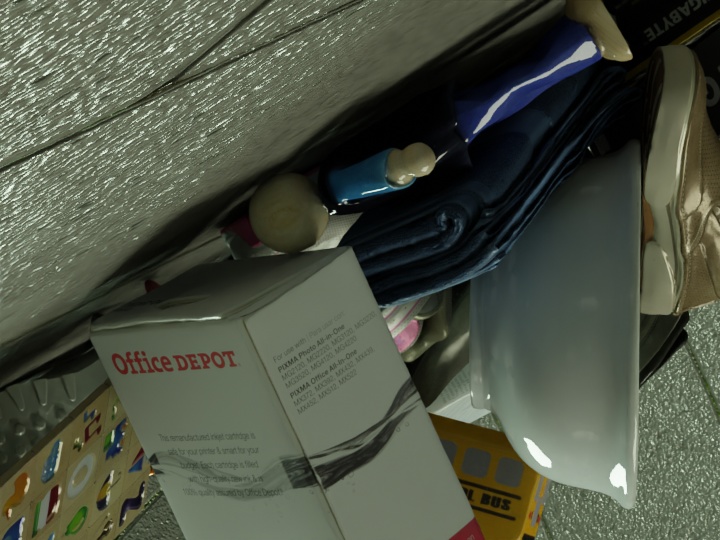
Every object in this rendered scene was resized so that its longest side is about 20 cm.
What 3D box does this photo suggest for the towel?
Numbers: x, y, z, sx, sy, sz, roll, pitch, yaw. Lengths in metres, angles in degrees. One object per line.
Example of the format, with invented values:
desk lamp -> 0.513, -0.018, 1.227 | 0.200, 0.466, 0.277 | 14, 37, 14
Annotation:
towel -> 0.064, -0.048, 1.264 | 0.111, 0.049, 0.200 | -22, -161, 39

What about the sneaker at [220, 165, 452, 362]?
sneaker -> 0.000, 0.000, 1.318 | 0.081, 0.088, 0.200 | -34, 158, 21

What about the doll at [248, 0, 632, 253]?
doll -> 0.035, -0.067, 1.190 | 0.200, 0.049, 0.136 | -32, -176, 3

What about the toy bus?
toy bus -> 0.005, 0.114, 1.404 | 0.065, 0.199, 0.079 | 36, 69, -77

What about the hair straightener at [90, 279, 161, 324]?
hair straightener -> -0.110, 0.056, 1.378 | 0.077, 0.041, 0.200 | -31, 163, 6

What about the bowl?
bowl -> 0.106, 0.028, 1.319 | 0.090, 0.202, 0.201 | 0, 179, 5

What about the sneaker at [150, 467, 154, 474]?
sneaker -> -0.143, 0.093, 1.634 | 0.074, 0.079, 0.200 | -36, 176, 34

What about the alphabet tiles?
alphabet tiles -> -0.160, 0.139, 1.267 | 0.200, 0.006, 0.167 | -45, 155, -50

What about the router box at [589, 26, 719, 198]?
router box -> 0.245, -0.115, 1.384 | 0.157, 0.052, 0.200 | -18, 167, -38

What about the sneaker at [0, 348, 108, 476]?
sneaker -> -0.178, 0.094, 1.434 | 0.200, 0.077, 0.080 | -28, -176, -39

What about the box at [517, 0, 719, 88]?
box -> 0.162, -0.133, 1.403 | 0.200, 0.049, 0.160 | -34, 174, 33

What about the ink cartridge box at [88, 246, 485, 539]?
ink cartridge box -> -0.033, 0.094, 1.222 | 0.083, 0.201, 0.145 | -33, -164, -34

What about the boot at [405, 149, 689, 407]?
boot -> 0.119, 0.029, 1.431 | 0.200, 0.131, 0.068 | -50, 174, -11

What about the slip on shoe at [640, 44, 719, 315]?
slip on shoe -> 0.182, -0.046, 1.318 | 0.060, 0.076, 0.200 | 1, 139, 5

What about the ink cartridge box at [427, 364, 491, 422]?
ink cartridge box -> 0.055, 0.079, 1.562 | 0.200, 0.041, 0.200 | -28, 171, -19
